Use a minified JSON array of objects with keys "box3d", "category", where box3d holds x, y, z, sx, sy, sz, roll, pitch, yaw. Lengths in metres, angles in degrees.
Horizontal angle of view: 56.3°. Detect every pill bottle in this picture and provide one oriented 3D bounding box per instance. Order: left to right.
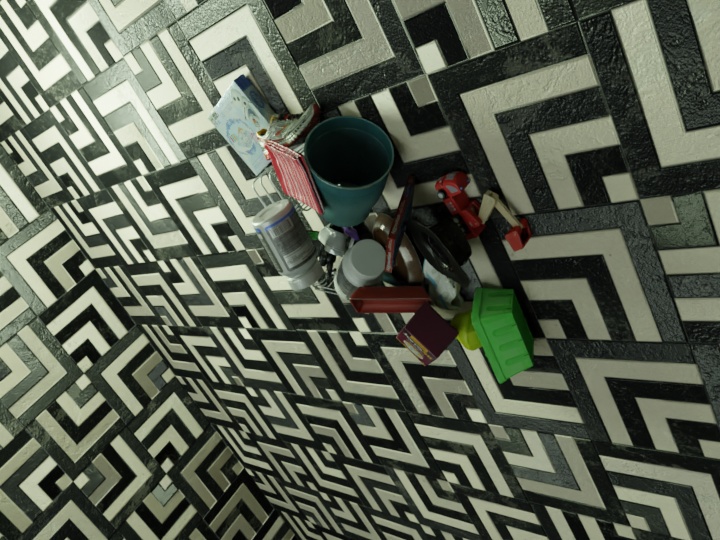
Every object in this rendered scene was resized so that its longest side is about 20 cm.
[{"box3d":[-0.174,-0.060,1.657,0.112,0.114,0.203,-1,125,46],"category":"pill bottle"},{"box3d":[0.000,0.000,1.705,0.113,0.114,0.200,41,159,3],"category":"pill bottle"}]

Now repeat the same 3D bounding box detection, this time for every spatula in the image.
[{"box3d":[-0.026,-0.056,1.816,0.056,0.020,0.203,33,146,26],"category":"spatula"}]

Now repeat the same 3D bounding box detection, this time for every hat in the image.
[{"box3d":[0.185,-0.061,1.457,0.201,0.081,0.201,46,173,7],"category":"hat"}]

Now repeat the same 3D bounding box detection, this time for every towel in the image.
[{"box3d":[-0.149,-0.209,1.501,0.199,0.022,0.147,34,151,55],"category":"towel"}]

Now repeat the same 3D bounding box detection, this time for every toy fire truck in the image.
[{"box3d":[0.257,-0.127,1.420,0.140,0.049,0.202,-15,114,52],"category":"toy fire truck"}]

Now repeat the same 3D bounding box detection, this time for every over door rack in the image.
[{"box3d":[-0.054,0.049,1.875,0.196,0.068,0.148,25,175,7],"category":"over door rack"}]

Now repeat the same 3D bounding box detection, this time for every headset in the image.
[{"box3d":[-0.114,-0.046,1.789,0.202,0.120,0.096,-117,26,-42],"category":"headset"}]

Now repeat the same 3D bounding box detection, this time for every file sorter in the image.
[{"box3d":[-0.163,-0.219,1.695,0.198,0.125,0.140,-13,118,52],"category":"file sorter"}]

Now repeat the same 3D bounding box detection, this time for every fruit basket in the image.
[{"box3d":[0.293,0.149,1.593,0.209,0.157,0.220,8,126,11],"category":"fruit basket"}]

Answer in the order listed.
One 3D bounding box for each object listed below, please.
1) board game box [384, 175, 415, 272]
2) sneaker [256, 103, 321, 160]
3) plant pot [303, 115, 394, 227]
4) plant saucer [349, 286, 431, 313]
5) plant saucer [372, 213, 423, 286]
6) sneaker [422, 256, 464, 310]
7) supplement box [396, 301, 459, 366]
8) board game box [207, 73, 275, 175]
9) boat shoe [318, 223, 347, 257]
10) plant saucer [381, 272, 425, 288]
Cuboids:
[{"box3d":[0.088,-0.105,1.489,0.019,0.203,0.104,12,140,10],"category":"board game box"},{"box3d":[-0.175,-0.339,1.592,0.197,0.078,0.083,-27,102,33],"category":"sneaker"},{"box3d":[-0.032,-0.206,1.519,0.198,0.201,0.190,33,151,14],"category":"plant pot"},{"box3d":[0.078,0.072,1.670,0.194,0.038,0.200,0,167,6],"category":"plant saucer"},{"box3d":[0.084,-0.041,1.643,0.202,0.032,0.202,54,164,22],"category":"plant saucer"},{"box3d":[0.202,0.015,1.616,0.079,0.077,0.202,14,144,30],"category":"sneaker"},{"box3d":[0.161,0.160,1.662,0.110,0.086,0.200,43,169,7],"category":"supplement box"},{"box3d":[-0.284,-0.369,1.732,0.200,0.043,0.199,50,145,-9],"category":"board game box"},{"box3d":[-0.067,-0.093,1.736,0.070,0.070,0.200,21,-169,-7],"category":"boat shoe"},{"box3d":[0.089,0.011,1.772,0.196,0.019,0.071,22,140,29],"category":"plant saucer"}]
